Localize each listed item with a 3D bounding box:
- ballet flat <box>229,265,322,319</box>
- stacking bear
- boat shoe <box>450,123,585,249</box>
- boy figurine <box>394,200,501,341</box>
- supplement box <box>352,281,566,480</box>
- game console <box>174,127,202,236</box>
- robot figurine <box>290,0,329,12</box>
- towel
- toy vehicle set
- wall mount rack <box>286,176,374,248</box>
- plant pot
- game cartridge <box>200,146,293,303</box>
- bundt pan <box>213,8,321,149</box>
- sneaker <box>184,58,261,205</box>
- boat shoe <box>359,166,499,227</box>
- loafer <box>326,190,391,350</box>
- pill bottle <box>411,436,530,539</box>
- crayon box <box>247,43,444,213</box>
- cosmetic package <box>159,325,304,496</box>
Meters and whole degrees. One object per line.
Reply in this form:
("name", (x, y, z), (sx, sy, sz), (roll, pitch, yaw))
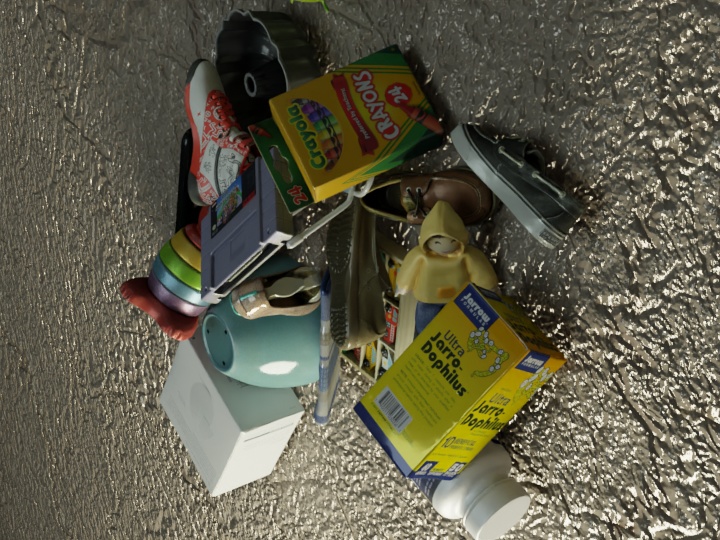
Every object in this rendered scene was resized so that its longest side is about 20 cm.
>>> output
("ballet flat", (-0.091, 0.027, 1.505), (0.067, 0.200, 0.068), (-27, 85, 33))
("stacking bear", (-0.228, -0.020, 1.587), (0.121, 0.114, 0.200), (39, 105, 7))
("boat shoe", (0.168, -0.105, 1.185), (0.064, 0.071, 0.200), (-49, 49, 15))
("boy figurine", (0.102, 0.012, 1.286), (0.124, 0.065, 0.201), (6, 130, 7))
("supplement box", (0.109, 0.126, 1.239), (0.200, 0.109, 0.110), (-49, 59, 15))
("game console", (-0.242, -0.160, 1.669), (0.116, 0.176, 0.201), (28, 128, 26))
("robot figurine", (-0.060, -0.413, 1.329), (0.175, 0.115, 0.201), (31, 128, 46))
("towel", (-0.045, 0.094, 1.518), (0.147, 0.024, 0.201), (-75, -12, -68))
("toy vehicle set", (0.023, 0.051, 1.478), (0.124, 0.026, 0.201), (33, 129, 44))
("wall mount rack", (-0.050, -0.113, 1.403), (0.200, 0.074, 0.174), (-149, 75, -70))
("plant pot", (-0.153, 0.089, 1.649), (0.200, 0.134, 0.201), (26, 124, 47))
("game cartridge", (-0.150, -0.057, 1.423), (0.200, 0.038, 0.130), (-38, 51, 45))
("bundt pan", (-0.117, -0.256, 1.502), (0.202, 0.076, 0.203), (32, 131, 46))
("sneaker", (-0.178, -0.189, 1.510), (0.108, 0.067, 0.202), (-1, 89, 34))
("boat shoe", (0.077, -0.080, 1.312), (0.200, 0.068, 0.072), (2, 104, 54))
("loafer", (0.000, 0.000, 1.412), (0.076, 0.067, 0.201), (5, 92, 61))
("pill bottle", (0.111, 0.227, 1.349), (0.200, 0.111, 0.111), (48, 138, 33))
("crayon box", (-0.019, -0.165, 1.298), (0.127, 0.199, 0.051), (62, 173, 16))
("cosmetic package", (-0.211, 0.216, 1.792), (0.200, 0.123, 0.200), (56, 140, 25))
